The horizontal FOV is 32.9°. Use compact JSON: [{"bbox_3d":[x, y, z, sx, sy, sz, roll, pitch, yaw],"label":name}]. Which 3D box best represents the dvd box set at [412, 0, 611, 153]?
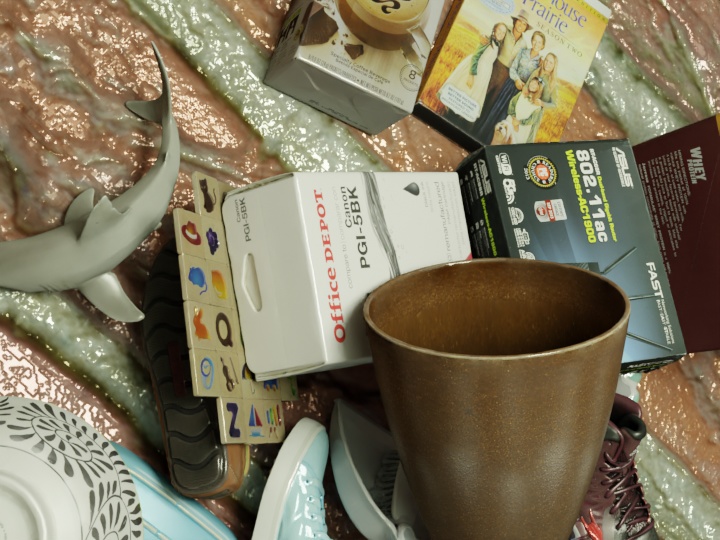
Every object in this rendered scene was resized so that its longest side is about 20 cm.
[{"bbox_3d":[0.141,-0.196,1.128,0.146,0.029,0.201,32,70,-18],"label":"dvd box set"}]

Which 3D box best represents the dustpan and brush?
[{"bbox_3d":[0.030,0.190,0.943,0.139,0.057,0.201,35,38,-17],"label":"dustpan and brush"}]

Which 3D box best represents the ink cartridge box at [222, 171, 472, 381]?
[{"bbox_3d":[0.000,0.000,0.962,0.199,0.082,0.148,-6,84,-48],"label":"ink cartridge box"}]

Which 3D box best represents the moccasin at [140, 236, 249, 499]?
[{"bbox_3d":[-0.119,0.072,0.933,0.073,0.078,0.203,-17,77,11],"label":"moccasin"}]

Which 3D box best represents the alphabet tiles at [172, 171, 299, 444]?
[{"bbox_3d":[-0.092,0.031,0.926,0.166,0.006,0.202,17,64,-67],"label":"alphabet tiles"}]

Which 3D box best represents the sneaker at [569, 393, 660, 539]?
[{"bbox_3d":[0.217,0.181,1.028,0.075,0.116,0.201,-28,77,-41],"label":"sneaker"}]

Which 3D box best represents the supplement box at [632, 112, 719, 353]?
[{"bbox_3d":[0.340,-0.035,1.102,0.132,0.200,0.199,-11,86,-26],"label":"supplement box"}]

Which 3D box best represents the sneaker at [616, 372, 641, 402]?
[{"bbox_3d":[0.158,0.050,1.076,0.139,0.078,0.202,-15,79,-25],"label":"sneaker"}]

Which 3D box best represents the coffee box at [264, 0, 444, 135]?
[{"bbox_3d":[0.007,-0.235,1.042,0.112,0.080,0.202,22,73,-20],"label":"coffee box"}]

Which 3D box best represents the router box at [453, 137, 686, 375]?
[{"bbox_3d":[0.175,-0.008,1.023,0.149,0.062,0.202,-6,75,-25],"label":"router box"}]

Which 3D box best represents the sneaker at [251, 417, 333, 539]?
[{"bbox_3d":[-0.042,0.217,0.933,0.081,0.074,0.202,13,76,9],"label":"sneaker"}]

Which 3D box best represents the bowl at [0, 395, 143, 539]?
[{"bbox_3d":[-0.249,0.180,0.814,0.199,0.094,0.203,1,79,-7],"label":"bowl"}]

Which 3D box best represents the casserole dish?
[{"bbox_3d":[-0.167,0.211,0.909,0.200,0.039,0.122,40,67,-14],"label":"casserole dish"}]

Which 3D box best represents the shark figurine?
[{"bbox_3d":[-0.179,-0.055,0.901,0.128,0.090,0.215,34,72,10],"label":"shark figurine"}]

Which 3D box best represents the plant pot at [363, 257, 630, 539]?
[{"bbox_3d":[0.100,0.116,0.884,0.186,0.187,0.202,-14,112,-27],"label":"plant pot"}]

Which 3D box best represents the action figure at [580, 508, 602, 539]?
[{"bbox_3d":[0.153,0.267,0.958,0.199,0.065,0.099,-21,73,-41],"label":"action figure"}]
